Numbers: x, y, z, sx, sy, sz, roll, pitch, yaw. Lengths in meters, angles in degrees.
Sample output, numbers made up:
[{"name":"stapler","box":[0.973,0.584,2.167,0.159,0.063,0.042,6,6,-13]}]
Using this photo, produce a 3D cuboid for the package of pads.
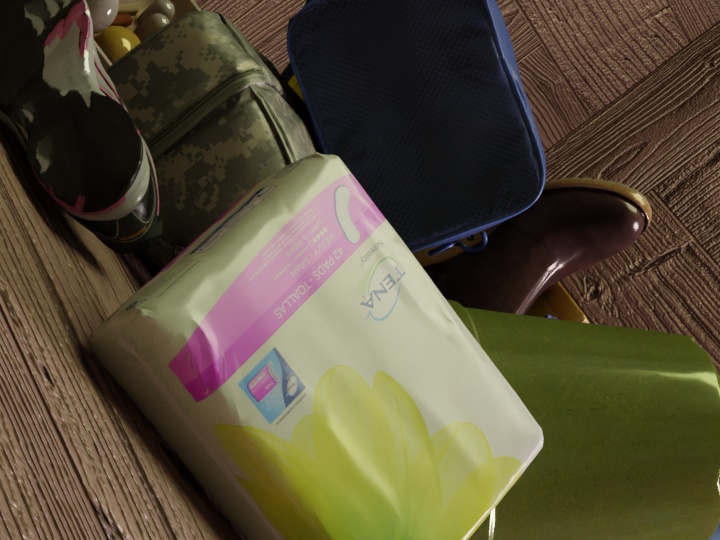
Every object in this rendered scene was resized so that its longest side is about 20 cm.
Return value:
[{"name":"package of pads","box":[-0.014,0.059,1.016,0.068,0.155,0.200,-23,-73,50]}]

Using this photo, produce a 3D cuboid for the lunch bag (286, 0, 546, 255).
[{"name":"lunch bag","box":[0.041,-0.103,1.352,0.132,0.136,0.200,-74,146,-80]}]

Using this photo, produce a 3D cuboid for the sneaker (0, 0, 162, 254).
[{"name":"sneaker","box":[-0.168,-0.083,1.182,0.086,0.080,0.200,68,-2,-52]}]

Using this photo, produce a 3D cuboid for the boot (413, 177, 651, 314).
[{"name":"boot","box":[0.096,0.028,1.382,0.072,0.200,0.166,51,37,-35]}]

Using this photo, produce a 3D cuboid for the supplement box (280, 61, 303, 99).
[{"name":"supplement box","box":[0.016,-0.094,1.718,0.200,0.110,0.109,38,3,41]}]

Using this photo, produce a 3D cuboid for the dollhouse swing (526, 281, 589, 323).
[{"name":"dollhouse swing","box":[0.086,0.110,1.503,0.176,0.200,0.182,57,1,-32]}]

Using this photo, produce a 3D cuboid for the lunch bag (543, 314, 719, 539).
[{"name":"lunch bag","box":[0.130,0.126,1.329,0.200,0.151,0.094,34,26,-25]}]

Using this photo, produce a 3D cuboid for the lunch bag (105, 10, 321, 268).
[{"name":"lunch bag","box":[-0.083,-0.053,1.319,0.168,0.139,0.200,52,3,13]}]

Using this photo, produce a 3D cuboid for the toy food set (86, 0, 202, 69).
[{"name":"toy food set","box":[-0.168,-0.181,1.693,0.144,0.060,0.200,52,27,12]}]

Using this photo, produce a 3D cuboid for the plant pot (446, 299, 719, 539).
[{"name":"plant pot","box":[0.105,0.101,1.198,0.200,0.190,0.200,178,-90,-82]}]
